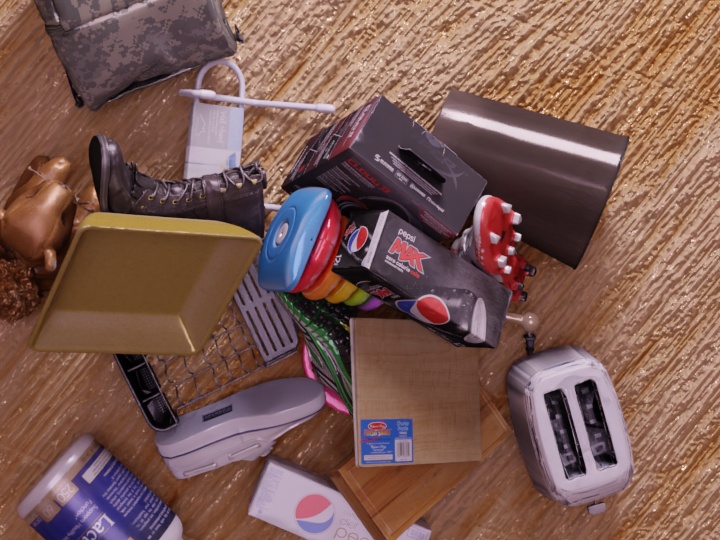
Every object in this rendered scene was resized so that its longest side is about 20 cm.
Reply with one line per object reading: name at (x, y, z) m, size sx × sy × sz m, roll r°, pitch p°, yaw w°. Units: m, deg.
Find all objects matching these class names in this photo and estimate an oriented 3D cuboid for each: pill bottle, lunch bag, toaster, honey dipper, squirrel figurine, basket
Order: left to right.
squirrel figurine at (-0.348, -0.022, 1.674) m, size 0.141 × 0.187 × 0.200 m, roll 43°, pitch 90°, yaw -5°
pill bottle at (-0.265, 0.284, 1.730) m, size 0.200 × 0.116 × 0.116 m, roll 43°, pitch 90°, yaw -4°
lunch bag at (-0.241, -0.276, 1.694) m, size 0.198 × 0.140 × 0.169 m, roll -20°, pitch 110°, yaw 1°
honey dipper at (0.101, 0.035, 1.744) m, size 0.197 × 0.038 × 0.038 m, roll 11°, pitch 92°, yaw -3°
basket at (0.170, -0.109, 1.723) m, size 0.198 × 0.181 × 0.137 m, roll 22°, pitch 58°, yaw 3°
toaster at (0.230, 0.164, 1.746) m, size 0.112 × 0.129 × 0.203 m, roll -15°, pitch 93°, yaw -3°

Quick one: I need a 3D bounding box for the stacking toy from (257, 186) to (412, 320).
stacking toy at (0.000, 0.000, 1.679) m, size 0.198 × 0.110 × 0.117 m, roll 25°, pitch 83°, yaw -22°

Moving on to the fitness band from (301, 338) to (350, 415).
fitness band at (0.026, 0.072, 1.776) m, size 0.200 × 0.037 × 0.144 m, roll -43°, pitch 94°, yaw -2°

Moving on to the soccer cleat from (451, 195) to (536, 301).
soccer cleat at (0.132, -0.024, 1.699) m, size 0.084 × 0.200 × 0.069 m, roll 15°, pitch 73°, yaw 22°

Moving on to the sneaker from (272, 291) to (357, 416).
sneaker at (-0.039, 0.078, 1.721) m, size 0.201 × 0.078 × 0.085 m, roll 54°, pitch 134°, yaw 13°

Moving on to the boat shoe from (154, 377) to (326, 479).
boat shoe at (-0.126, 0.176, 1.759) m, size 0.198 × 0.074 × 0.066 m, roll -17°, pitch 118°, yaw 10°

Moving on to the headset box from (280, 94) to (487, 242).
headset box at (0.026, -0.092, 1.662) m, size 0.148 × 0.199 × 0.075 m, roll 38°, pitch 66°, yaw -16°

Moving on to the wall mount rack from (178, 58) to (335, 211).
wall mount rack at (-0.122, -0.128, 1.743) m, size 0.172 × 0.074 × 0.203 m, roll 3°, pitch 94°, yaw -34°

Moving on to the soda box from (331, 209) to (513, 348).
soda box at (0.066, 0.012, 1.645) m, size 0.199 × 0.063 × 0.072 m, roll 31°, pitch 70°, yaw -35°

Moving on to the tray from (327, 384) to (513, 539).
tray at (0.068, 0.199, 1.744) m, size 0.199 × 0.037 × 0.099 m, roll -38°, pitch 95°, yaw -28°

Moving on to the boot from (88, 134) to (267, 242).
boot at (-0.181, -0.083, 1.631) m, size 0.172 × 0.201 × 0.070 m, roll -15°, pitch 53°, yaw -6°

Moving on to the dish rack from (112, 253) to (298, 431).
dish rack at (-0.172, 0.067, 1.756) m, size 0.198 × 0.055 × 0.155 m, roll -27°, pitch 95°, yaw -2°

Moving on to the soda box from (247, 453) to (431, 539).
soda box at (-0.023, 0.274, 1.767) m, size 0.198 × 0.068 × 0.064 m, roll 24°, pitch 91°, yaw -4°

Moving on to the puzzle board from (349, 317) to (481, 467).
puzzle board at (0.059, 0.129, 1.686) m, size 0.199 × 0.017 × 0.153 m, roll 4°, pitch 83°, yaw -47°

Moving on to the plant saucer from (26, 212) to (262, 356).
plant saucer at (-0.226, 0.008, 1.629) m, size 0.198 × 0.201 × 0.049 m, roll 3°, pitch 50°, yaw -30°
